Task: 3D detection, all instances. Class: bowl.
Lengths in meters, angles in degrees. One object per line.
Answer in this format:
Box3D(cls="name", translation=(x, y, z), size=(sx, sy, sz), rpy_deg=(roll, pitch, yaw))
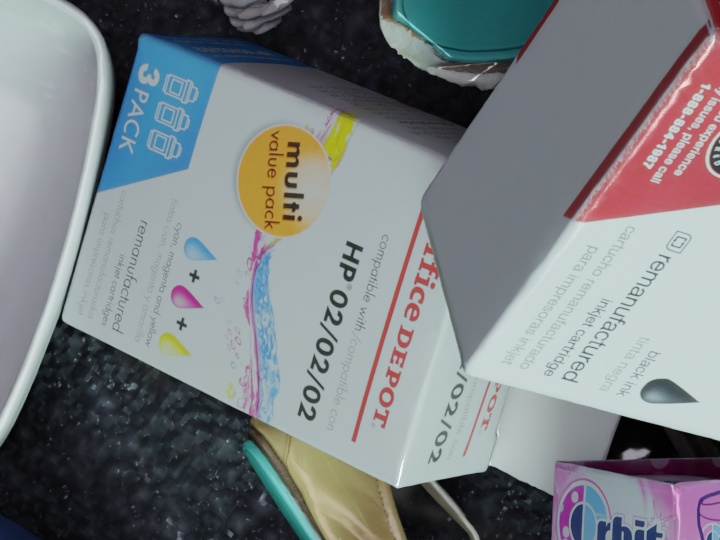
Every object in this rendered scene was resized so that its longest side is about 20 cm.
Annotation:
Box3D(cls="bowl", translation=(-0.198, -0.028, 0.907), size=(0.199, 0.075, 0.200), rpy_deg=(18, 90, 6))

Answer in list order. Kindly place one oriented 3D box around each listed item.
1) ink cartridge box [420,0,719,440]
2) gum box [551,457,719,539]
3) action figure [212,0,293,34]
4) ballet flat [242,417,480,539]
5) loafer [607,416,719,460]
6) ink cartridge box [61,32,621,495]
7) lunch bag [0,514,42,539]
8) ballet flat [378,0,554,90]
Box3D(cls="ink cartridge box", translation=(0.143, -0.019, 0.742), size=(0.200, 0.084, 0.144), rpy_deg=(15, 129, -25))
Box3D(cls="gum box", translation=(0.162, 0.124, 0.824), size=(0.200, 0.066, 0.114), rpy_deg=(2, 91, -34))
Box3D(cls="action figure", translation=(-0.028, -0.159, 0.874), size=(0.199, 0.119, 0.102), rpy_deg=(4, 45, -1))
Box3D(cls="ballet flat", translation=(0.027, 0.131, 0.888), size=(0.063, 0.069, 0.200), rpy_deg=(-28, 88, -11))
Box3D(cls="loafer", translation=(0.082, 0.042, 0.883), size=(0.072, 0.063, 0.200), rpy_deg=(-39, 86, 5))
Box3D(cls="ink cartridge box", translation=(0.000, 0.000, 0.842), size=(0.200, 0.068, 0.115), rpy_deg=(24, 104, 30))
Box3D(cls="lunch bag", translation=(-0.150, 0.195, 0.854), size=(0.132, 0.136, 0.200), rpy_deg=(35, 80, 5))
Box3D(cls="ballet flat", translation=(0.088, -0.113, 0.855), size=(0.200, 0.072, 0.072), rpy_deg=(-31, 86, -23))
